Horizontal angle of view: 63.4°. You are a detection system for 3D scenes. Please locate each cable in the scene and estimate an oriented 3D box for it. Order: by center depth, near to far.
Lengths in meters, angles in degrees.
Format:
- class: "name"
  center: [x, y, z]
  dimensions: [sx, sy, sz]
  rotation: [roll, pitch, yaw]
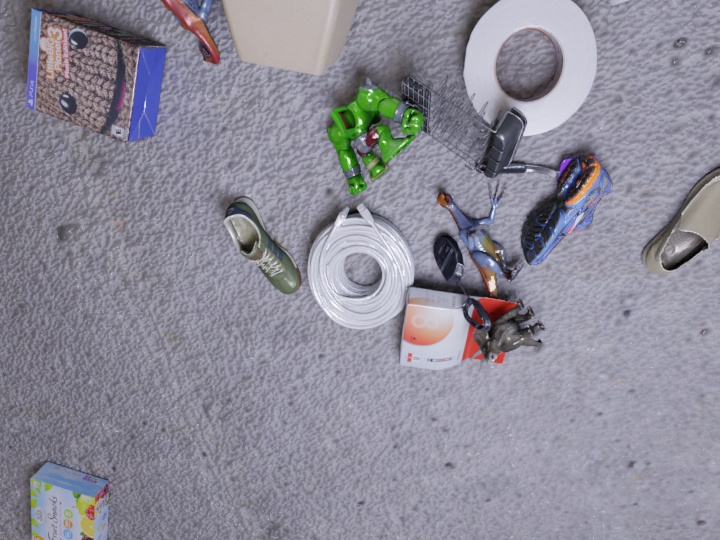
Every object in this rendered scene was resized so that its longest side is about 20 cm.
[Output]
- class: "cable"
  center: [0.000, 0.000, 1.045]
  dimensions: [0.200, 0.069, 0.200]
  rotation: [43, 111, -7]

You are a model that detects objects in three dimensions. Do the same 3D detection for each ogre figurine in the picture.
- class: "ogre figurine"
  center: [0.013, -0.222, 0.944]
  dimensions: [0.097, 0.200, 0.121]
  rotation: [-36, 88, -22]

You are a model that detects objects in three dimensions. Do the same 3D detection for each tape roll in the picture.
- class: "tape roll"
  center: [0.254, -0.314, 0.890]
  dimensions: [0.193, 0.066, 0.207]
  rotation: [3, 109, 9]

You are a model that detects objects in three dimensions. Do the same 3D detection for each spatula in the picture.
- class: "spatula"
  center: [0.287, -0.164, 0.957]
  dimensions: [0.193, 0.021, 0.058]
  rotation: [6, 127, 12]

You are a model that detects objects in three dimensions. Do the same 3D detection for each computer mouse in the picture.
- class: "computer mouse"
  center: [0.174, 0.018, 0.971]
  dimensions: [0.033, 0.204, 0.059]
  rotation: [1, 138, -26]

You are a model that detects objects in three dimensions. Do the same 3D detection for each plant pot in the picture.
- class: "plant pot"
  center: [-0.099, -0.408, 0.870]
  dimensions: [0.193, 0.202, 0.182]
  rotation: [12, 123, 6]

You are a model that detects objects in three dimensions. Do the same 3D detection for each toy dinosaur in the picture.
- class: "toy dinosaur"
  center: [-0.285, -0.408, 0.913]
  dimensions: [0.103, 0.200, 0.186]
  rotation: [2, 122, 37]
- class: "toy dinosaur"
  center: [0.249, 0.105, 0.978]
  dimensions: [0.101, 0.198, 0.079]
  rotation: [-32, 73, 27]
- class: "toy dinosaur"
  center: [0.189, -0.046, 0.986]
  dimensions: [0.180, 0.104, 0.204]
  rotation: [36, 124, 17]

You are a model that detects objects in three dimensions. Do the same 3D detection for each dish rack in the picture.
- class: "dish rack"
  center: [0.150, -0.230, 0.895]
  dimensions: [0.198, 0.154, 0.055]
  rotation: [37, 80, 13]

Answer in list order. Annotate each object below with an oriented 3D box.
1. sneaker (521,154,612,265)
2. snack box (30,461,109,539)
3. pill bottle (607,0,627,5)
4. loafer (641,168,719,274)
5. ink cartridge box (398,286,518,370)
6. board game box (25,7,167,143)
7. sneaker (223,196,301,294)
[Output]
- class: "sneaker"
  center: [0.337, -0.084, 0.949]
  dimensions: [0.076, 0.076, 0.202]
  rotation: [17, 125, -23]
- class: "snack box"
  center: [-0.686, 0.573, 1.375]
  dimensions: [0.163, 0.068, 0.206]
  rotation: [15, 110, 5]
- class: "pill bottle"
  center: [0.373, -0.480, 0.783]
  dimensions: [0.113, 0.117, 0.206]
  rotation: [-14, 106, 15]
- class: "loafer"
  center: [0.533, -0.069, 0.916]
  dimensions: [0.074, 0.068, 0.203]
  rotation: [32, 112, -1]
- class: "ink cartridge box"
  center: [0.169, 0.116, 1.030]
  dimensions: [0.193, 0.051, 0.166]
  rotation: [10, 132, 7]
- class: "board game box"
  center: [-0.454, -0.334, 1.004]
  dimensions: [0.194, 0.097, 0.164]
  rotation: [19, 111, 4]
- class: "sneaker"
  center: [-0.184, -0.032, 1.058]
  dimensions: [0.066, 0.090, 0.203]
  rotation: [-28, 102, 18]
